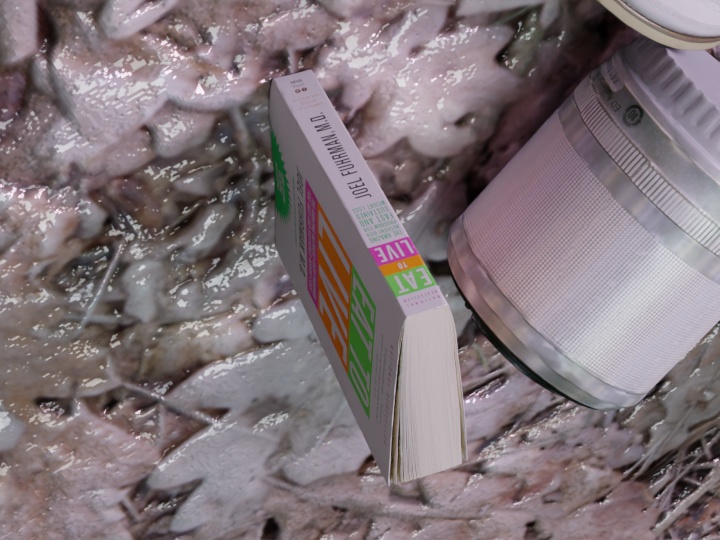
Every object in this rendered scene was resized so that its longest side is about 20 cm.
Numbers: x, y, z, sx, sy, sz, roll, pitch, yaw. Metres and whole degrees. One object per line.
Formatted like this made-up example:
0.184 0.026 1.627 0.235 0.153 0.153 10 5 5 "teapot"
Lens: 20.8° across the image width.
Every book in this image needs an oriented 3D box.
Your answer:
0.000 0.000 1.099 0.048 0.201 0.134 -16 136 -14 "book"

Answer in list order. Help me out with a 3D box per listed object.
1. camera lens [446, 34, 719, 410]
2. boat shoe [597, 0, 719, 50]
0.162 -0.028 1.193 0.159 0.160 0.200 23 117 -42 "camera lens"
0.155 -0.184 1.101 0.199 0.075 0.068 17 127 -38 "boat shoe"
